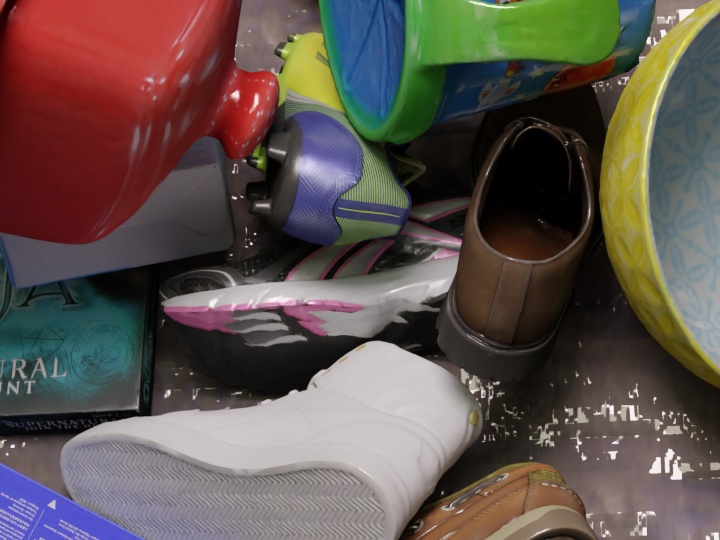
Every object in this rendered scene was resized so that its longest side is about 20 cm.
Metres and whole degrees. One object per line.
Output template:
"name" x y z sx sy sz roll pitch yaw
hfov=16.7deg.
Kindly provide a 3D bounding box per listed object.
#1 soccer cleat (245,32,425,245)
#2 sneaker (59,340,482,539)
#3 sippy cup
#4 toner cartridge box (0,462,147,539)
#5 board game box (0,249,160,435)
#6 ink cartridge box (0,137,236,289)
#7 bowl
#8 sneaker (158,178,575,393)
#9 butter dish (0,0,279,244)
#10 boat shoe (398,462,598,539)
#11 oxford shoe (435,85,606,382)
"soccer cleat" -0.011 -0.062 1.198 0.083 0.065 0.200 14 22 -7
"sneaker" -0.038 0.085 1.164 0.199 0.074 0.116 2 27 34
"sippy cup" 0.060 -0.131 1.113 0.129 0.140 0.179 -7 55 -18
"toner cartridge box" -0.155 0.150 1.144 0.199 0.043 0.095 25 82 23
"board game box" -0.201 0.018 1.242 0.198 0.028 0.136 -3 63 7
"ink cartridge box" -0.133 -0.096 1.244 0.114 0.068 0.201 -11 50 -1
"bowl" 0.180 -0.035 1.148 0.201 0.200 0.107 -54 25 -18
"sneaker" 0.000 0.000 1.200 0.198 0.081 0.087 -5 55 -6
"butter dish" -0.107 -0.096 1.105 0.147 0.200 0.201 23 52 -6
"boat shoe" 0.016 0.157 1.119 0.199 0.072 0.068 -27 35 1
"oxford shoe" 0.087 -0.044 1.140 0.072 0.085 0.201 13 42 -1
